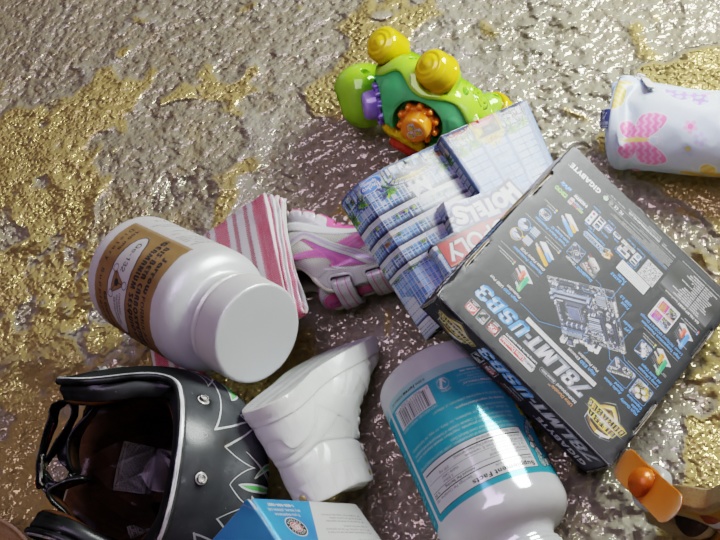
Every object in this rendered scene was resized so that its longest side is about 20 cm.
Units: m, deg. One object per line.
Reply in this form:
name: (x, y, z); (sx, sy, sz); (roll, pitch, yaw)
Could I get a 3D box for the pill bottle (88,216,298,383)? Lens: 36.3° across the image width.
pill bottle: (-0.151, 0.027, 0.993); (0.200, 0.114, 0.114); (22, 69, 45)

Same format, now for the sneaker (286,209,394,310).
sneaker: (0.000, 0.000, 1.063); (0.199, 0.081, 0.088); (4, 63, 29)

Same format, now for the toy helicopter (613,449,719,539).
toy helicopter: (0.258, 0.170, 0.805); (0.132, 0.200, 0.079); (26, 71, 10)

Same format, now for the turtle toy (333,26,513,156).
turtle toy: (0.053, -0.172, 1.117); (0.200, 0.146, 0.101); (34, 98, 42)

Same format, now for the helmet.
helmet: (-0.172, 0.173, 0.940); (0.190, 0.200, 0.201); (7, 63, 8)

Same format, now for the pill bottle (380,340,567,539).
pill bottle: (0.099, 0.165, 0.912); (0.110, 0.111, 0.200); (-26, 57, 2)

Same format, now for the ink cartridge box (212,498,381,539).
ink cartridge box: (-0.033, 0.298, 0.833); (0.145, 0.147, 0.200); (-50, 56, 14)

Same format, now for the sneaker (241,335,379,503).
sneaker: (-0.024, 0.137, 0.973); (0.074, 0.200, 0.116); (-23, 95, 31)

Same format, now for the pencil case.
pencil case: (0.329, -0.132, 1.026); (0.199, 0.083, 0.091); (8, 86, 20)

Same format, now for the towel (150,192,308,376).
towel: (-0.138, 0.029, 1.082); (0.200, 0.030, 0.147); (-33, 52, 27)

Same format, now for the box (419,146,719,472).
box: (0.186, 0.030, 0.926); (0.200, 0.050, 0.199); (44, 68, 0)

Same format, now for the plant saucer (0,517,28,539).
plant saucer: (-0.374, 0.326, 1.014); (0.199, 0.035, 0.201); (-8, 59, 14)

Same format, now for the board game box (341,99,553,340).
board game box: (0.119, -0.029, 0.991); (0.200, 0.062, 0.200); (-26, 75, -26)
